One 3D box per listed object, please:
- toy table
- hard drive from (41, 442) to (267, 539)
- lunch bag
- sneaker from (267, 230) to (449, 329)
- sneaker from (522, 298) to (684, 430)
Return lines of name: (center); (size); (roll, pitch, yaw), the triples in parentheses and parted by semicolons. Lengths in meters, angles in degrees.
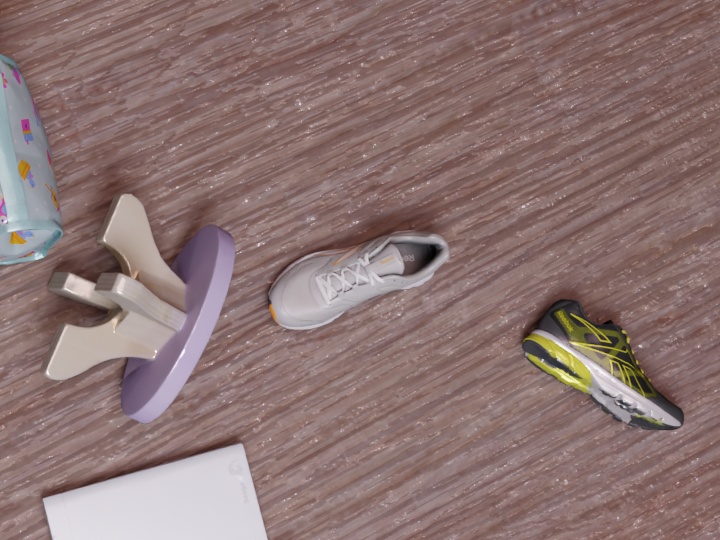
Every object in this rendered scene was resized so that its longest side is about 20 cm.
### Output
toy table: (-0.214, 0.031, 1.255); (0.117, 0.184, 0.200); (28, 65, -28)
hard drive: (-0.195, 0.258, 1.290); (0.200, 0.026, 0.132); (-14, 85, -18)
lunch bag: (-0.340, -0.096, 1.211); (0.122, 0.200, 0.171); (-10, 85, -19)
sneaker: (0.000, 0.000, 1.357); (0.200, 0.092, 0.076); (-23, 88, -19)
sneaker: (0.276, 0.102, 1.435); (0.200, 0.074, 0.085); (33, 73, -10)
